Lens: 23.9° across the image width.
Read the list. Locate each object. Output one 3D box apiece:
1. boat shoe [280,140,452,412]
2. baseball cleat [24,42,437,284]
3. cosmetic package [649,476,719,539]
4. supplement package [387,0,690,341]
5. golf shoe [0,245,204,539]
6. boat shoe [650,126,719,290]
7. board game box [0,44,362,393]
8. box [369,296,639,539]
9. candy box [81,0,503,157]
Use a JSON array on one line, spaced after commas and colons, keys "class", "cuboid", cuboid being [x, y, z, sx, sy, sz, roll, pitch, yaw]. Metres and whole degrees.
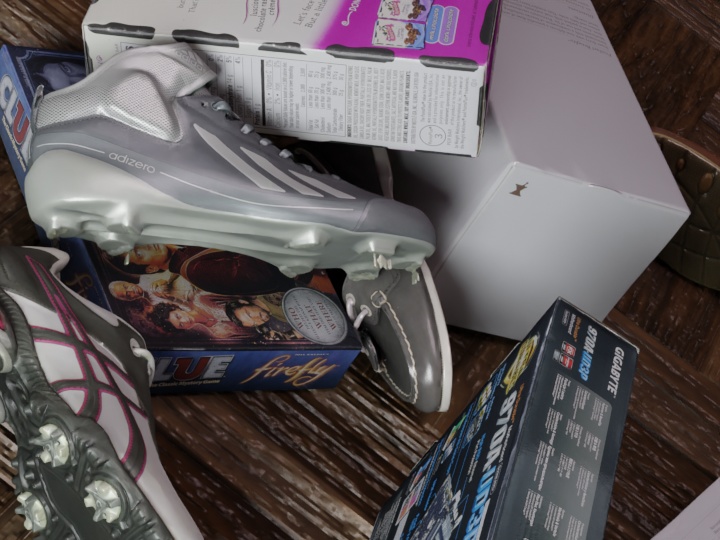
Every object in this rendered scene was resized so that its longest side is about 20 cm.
[{"class": "boat shoe", "cuboid": [0.000, 0.000, 0.882, 0.056, 0.067, 0.201, -7, 44, -10]}, {"class": "baseball cleat", "cuboid": [-0.055, -0.052, 0.793, 0.198, 0.070, 0.108, 7, 72, -24]}, {"class": "cosmetic package", "cuboid": [0.168, 0.164, 0.832, 0.083, 0.051, 0.199, 48, 38, 14]}, {"class": "supplement package", "cuboid": [0.080, -0.073, 0.968, 0.120, 0.120, 0.201, 14, 40, -28]}, {"class": "golf shoe", "cuboid": [-0.109, 0.061, 0.699, 0.088, 0.077, 0.200, -23, 64, -42]}, {"class": "boat shoe", "cuboid": [0.242, -0.028, 1.094, 0.199, 0.072, 0.068, 34, 30, -12]}, {"class": "board game box", "cuboid": [-0.096, -0.028, 0.851, 0.135, 0.035, 0.201, 1, 48, -37]}, {"class": "box", "cuboid": [0.040, 0.126, 0.682, 0.046, 0.159, 0.200, 32, 35, -6]}, {"class": "candy box", "cuboid": [-0.028, -0.129, 0.866, 0.198, 0.061, 0.137, 7, 43, 5]}]
